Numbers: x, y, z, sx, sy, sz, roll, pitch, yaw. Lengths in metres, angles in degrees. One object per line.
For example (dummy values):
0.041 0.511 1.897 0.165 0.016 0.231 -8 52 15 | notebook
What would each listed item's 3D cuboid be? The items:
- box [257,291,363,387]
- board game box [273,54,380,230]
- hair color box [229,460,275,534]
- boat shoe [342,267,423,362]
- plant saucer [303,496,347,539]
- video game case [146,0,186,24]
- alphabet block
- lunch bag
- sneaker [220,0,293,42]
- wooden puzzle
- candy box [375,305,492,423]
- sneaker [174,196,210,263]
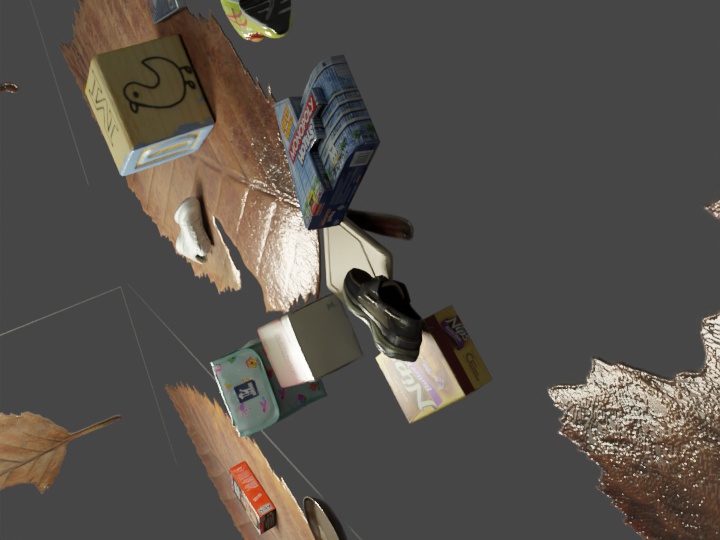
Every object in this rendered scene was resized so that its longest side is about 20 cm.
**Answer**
-0.097 0.132 1.414 0.130 0.108 0.200 66 154 2 | box
-0.060 -0.199 1.100 0.203 0.061 0.201 68 152 24 | board game box
-0.337 0.706 2.385 0.200 0.060 0.103 44 145 37 | hair color box
0.038 0.046 1.067 0.200 0.073 0.074 50 122 49 | boat shoe
-0.077 0.640 1.871 0.200 0.032 0.203 43 144 41 | plant saucer
-0.410 -0.607 1.517 0.181 0.023 0.204 12 121 60 | video game case
-0.444 -0.343 1.605 0.196 0.193 0.203 -22 93 62 | alphabet block
-0.192 0.224 1.566 0.122 0.197 0.173 -19 93 64 | lunch bag
-0.153 -0.386 1.161 0.200 0.077 0.091 49 157 44 | sneaker
0.000 0.000 1.214 0.185 0.037 0.203 41 148 42 | wooden puzzle
0.100 0.141 1.108 0.118 0.056 0.200 61 155 11 | candy box
-0.401 -0.098 1.875 0.099 0.075 0.202 35 144 17 | sneaker
